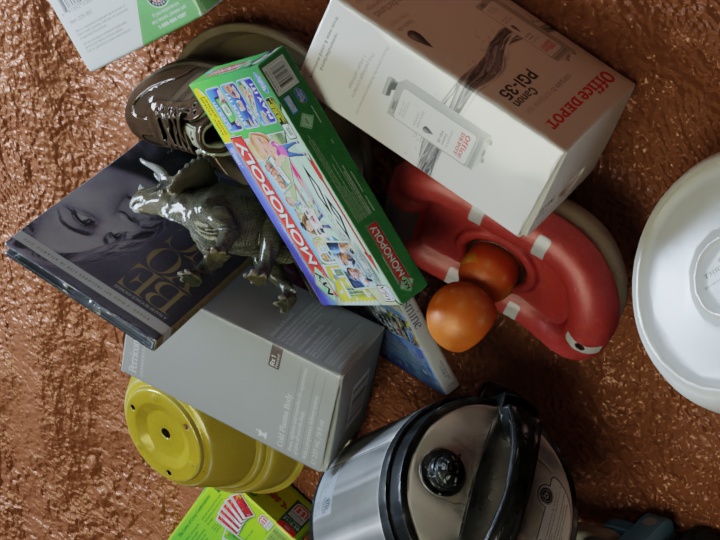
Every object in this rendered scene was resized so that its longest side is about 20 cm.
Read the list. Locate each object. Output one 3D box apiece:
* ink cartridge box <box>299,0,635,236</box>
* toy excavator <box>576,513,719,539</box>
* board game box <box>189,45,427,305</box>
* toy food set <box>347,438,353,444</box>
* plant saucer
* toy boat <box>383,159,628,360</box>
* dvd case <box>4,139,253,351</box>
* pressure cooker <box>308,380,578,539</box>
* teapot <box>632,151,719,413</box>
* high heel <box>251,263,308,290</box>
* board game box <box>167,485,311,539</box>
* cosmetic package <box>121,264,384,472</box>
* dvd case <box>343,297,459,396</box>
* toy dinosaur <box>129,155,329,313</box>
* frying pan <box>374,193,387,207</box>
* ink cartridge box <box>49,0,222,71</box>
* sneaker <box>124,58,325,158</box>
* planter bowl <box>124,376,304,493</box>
[{"bbox_3d":[0.078,-0.133,1.333,0.199,0.146,0.083,35,127,11],"label":"ink cartridge box"},{"bbox_3d":[0.196,0.238,1.538,0.199,0.100,0.196,9,122,41],"label":"toy excavator"},{"bbox_3d":[-0.040,-0.064,1.368,0.201,0.029,0.134,58,157,-13],"label":"board game box"},{"bbox_3d":[-0.085,0.092,1.656,0.199,0.060,0.144,27,131,18],"label":"toy food set"},{"bbox_3d":[-0.071,-0.113,1.534,0.199,0.029,0.201,18,126,25],"label":"plant saucer"},{"bbox_3d":[0.094,0.006,1.374,0.199,0.131,0.131,29,151,8],"label":"toy boat"},{"bbox_3d":[-0.165,-0.029,1.498,0.148,0.200,0.016,32,134,14],"label":"dvd case"},{"bbox_3d":[0.071,0.193,1.462,0.200,0.178,0.177,-33,76,56],"label":"pressure cooker"},{"bbox_3d":[0.296,0.010,1.281,0.199,0.145,0.199,17,96,48],"label":"teapot"},{"bbox_3d":[-0.124,-0.005,1.625,0.199,0.068,0.096,24,166,43],"label":"high heel"},{"bbox_3d":[-0.125,0.264,1.806,0.101,0.048,0.200,42,133,6],"label":"board game box"},{"bbox_3d":[-0.089,0.064,1.515,0.199,0.090,0.107,22,127,16],"label":"cosmetic package"},{"bbox_3d":[0.000,0.000,1.483,0.142,0.017,0.201,30,152,58],"label":"dvd case"},{"bbox_3d":[-0.084,-0.031,1.463,0.198,0.103,0.077,16,148,-9],"label":"toy dinosaur"},{"bbox_3d":[0.077,-0.044,1.467,0.189,0.031,0.115,-23,107,40],"label":"frying pan"},{"bbox_3d":[-0.197,-0.281,1.474,0.145,0.088,0.201,-19,108,41],"label":"ink cartridge box"},{"bbox_3d":[-0.125,-0.126,1.492,0.199,0.076,0.071,-4,116,37],"label":"sneaker"},{"bbox_3d":[-0.146,0.126,1.639,0.199,0.083,0.202,22,127,33],"label":"planter bowl"}]
